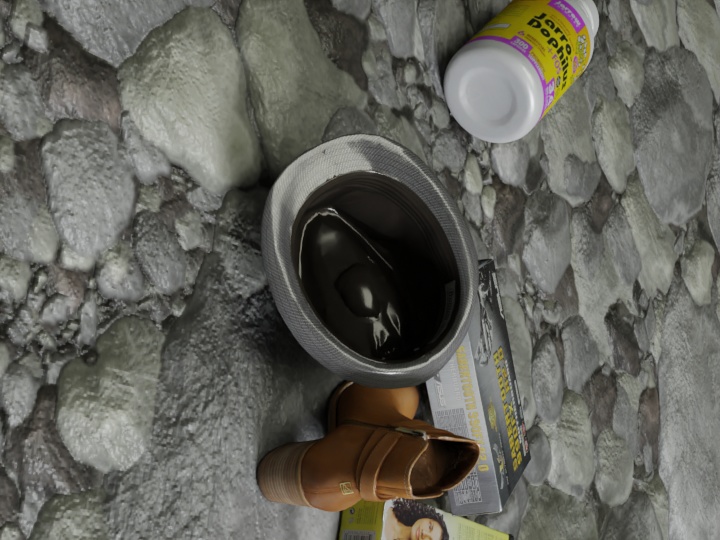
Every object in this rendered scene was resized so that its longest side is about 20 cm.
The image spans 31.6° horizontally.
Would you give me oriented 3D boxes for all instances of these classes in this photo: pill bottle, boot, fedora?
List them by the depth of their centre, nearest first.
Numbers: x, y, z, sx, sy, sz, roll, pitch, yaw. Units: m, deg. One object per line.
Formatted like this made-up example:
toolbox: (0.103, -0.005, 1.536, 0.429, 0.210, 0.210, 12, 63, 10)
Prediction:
boot: (0.032, 0.136, 1.014, 0.200, 0.154, 0.074, -35, 110, -48)
fedora: (0.000, 0.000, 1.025, 0.176, 0.090, 0.201, -35, 91, -23)
pill bottle: (0.169, -0.216, 1.278, 0.200, 0.103, 0.105, -47, 120, -44)

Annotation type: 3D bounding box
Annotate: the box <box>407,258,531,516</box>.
box: (0.102, 0.100, 1.151, 0.158, 0.048, 0.202, -24, 104, -72)

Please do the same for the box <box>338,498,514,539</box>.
box: (0.061, 0.248, 1.116, 0.199, 0.050, 0.076, 28, 64, -46)
